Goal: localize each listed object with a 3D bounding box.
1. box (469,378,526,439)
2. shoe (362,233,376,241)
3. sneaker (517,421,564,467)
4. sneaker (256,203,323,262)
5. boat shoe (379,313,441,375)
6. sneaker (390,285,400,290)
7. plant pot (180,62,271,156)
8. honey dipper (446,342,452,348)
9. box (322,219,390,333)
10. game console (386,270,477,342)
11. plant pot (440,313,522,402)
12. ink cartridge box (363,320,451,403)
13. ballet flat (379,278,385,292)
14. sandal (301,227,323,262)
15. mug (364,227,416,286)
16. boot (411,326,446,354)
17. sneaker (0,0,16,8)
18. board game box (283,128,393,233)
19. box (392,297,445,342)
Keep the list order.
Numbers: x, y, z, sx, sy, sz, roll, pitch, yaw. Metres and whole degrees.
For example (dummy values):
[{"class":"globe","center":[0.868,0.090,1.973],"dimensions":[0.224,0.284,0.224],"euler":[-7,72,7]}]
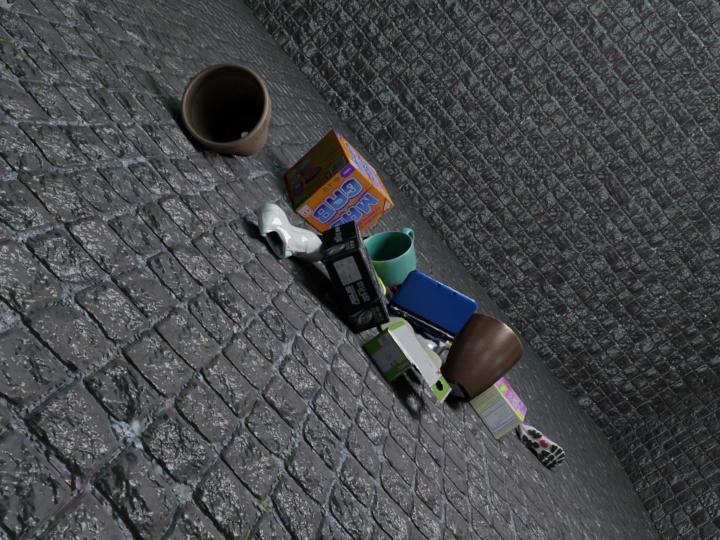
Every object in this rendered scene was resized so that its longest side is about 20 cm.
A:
[{"class":"box","center":[0.393,0.375,1.764],"dimensions":[0.200,0.097,0.176],"euler":[55,15,13]},{"class":"shoe","center":[0.024,-0.088,1.840],"dimensions":[0.053,0.070,0.200],"euler":[57,16,-10]},{"class":"sneaker","center":[0.595,0.566,1.945],"dimensions":[0.200,0.081,0.083],"euler":[47,10,-13]},{"class":"sneaker","center":[-0.153,-0.055,1.277],"dimensions":[0.200,0.075,0.089],"euler":[37,37,-41]},{"class":"boat shoe","center":[0.120,0.190,1.472],"dimensions":[0.200,0.071,0.063],"euler":[42,-26,22]},{"class":"sneaker","center":[0.120,0.032,1.853],"dimensions":[0.200,0.078,0.090],"euler":[24,38,-48]},{"class":"plant pot","center":[-0.289,-0.347,1.368],"dimensions":[0.200,0.200,0.175],"euler":[54,-1,13]},{"class":"honey dipper","center":[0.281,0.236,1.884],"dimensions":[0.038,0.038,0.200],"euler":[57,15,22]},{"class":"box","center":[-0.012,0.012,1.346],"dimensions":[0.164,0.086,0.200],"euler":[-98,167,-62]},{"class":"game console","center":[0.171,0.091,1.534],"dimensions":[0.200,0.119,0.171],"euler":[28,-7,-11]},{"class":"plant pot","center":[0.307,0.252,1.596],"dimensions":[0.187,0.200,0.187],"euler":[32,-31,21]},{"class":"ink cartridge box","center":[0.110,0.222,1.346],"dimensions":[0.200,0.076,0.148],"euler":[54,15,9]},{"class":"ballet flat","center":[0.000,0.000,1.601],"dimensions":[0.200,0.067,0.067],"euler":[56,-6,10]},{"class":"sandal","center":[-0.075,-0.045,1.487],"dimensions":[0.200,0.048,0.075],"euler":[45,16,-23]},{"class":"mug","center":[0.098,-0.031,1.704],"dimensions":[0.152,0.185,0.115],"euler":[-126,-162,-53]},{"class":"boot","center":[0.167,0.193,1.592],"dimensions":[0.096,0.074,0.200],"euler":[43,1,21]},{"class":"sneaker","center":[-0.601,-0.476,0.929],"dimensions":[0.099,0.078,0.200],"euler":[43,16,-16]},{"class":"board game box","center":[-0.065,-0.229,1.665],"dimensions":[0.200,0.200,0.200],"euler":[38,20,-38]},{"class":"box","center":[0.213,0.114,1.774],"dimensions":[0.200,0.105,0.184],"euler":[42,13,12]}]
